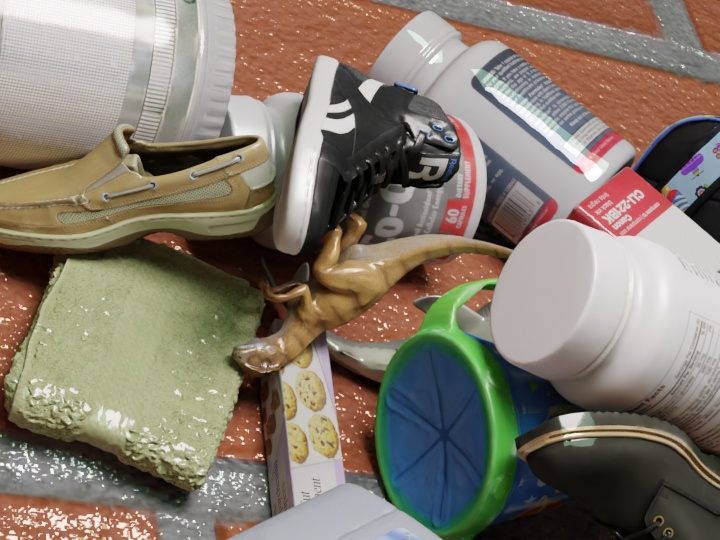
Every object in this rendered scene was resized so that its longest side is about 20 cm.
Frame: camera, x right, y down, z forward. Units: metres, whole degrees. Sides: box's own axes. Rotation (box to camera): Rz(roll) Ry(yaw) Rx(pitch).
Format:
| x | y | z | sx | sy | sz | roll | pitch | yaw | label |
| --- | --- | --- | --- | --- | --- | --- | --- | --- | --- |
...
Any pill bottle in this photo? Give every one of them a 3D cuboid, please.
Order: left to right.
| x | y | z | sx | sy | sz | roll | pitch | yaw | label |
| --- | --- | --- | --- | --- | --- | --- | --- | --- | --- |
| -0.020 | -0.067 | 1.351 | 0.200 | 0.114 | 0.114 | 5 | 46 | -28 | pill bottle |
| 0.104 | -0.109 | 1.469 | 0.200 | 0.120 | 0.120 | 40 | 40 | 10 | pill bottle |
| 0.186 | 0.045 | 1.178 | 0.200 | 0.113 | 0.113 | 23 | 38 | -31 | pill bottle |

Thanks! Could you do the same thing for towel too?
| x | y | z | sx | sy | sz | roll | pitch | yaw | label |
| --- | --- | --- | --- | --- | --- | --- | --- | --- | --- |
| -0.143 | 0.049 | 1.213 | 0.148 | 0.036 | 0.200 | 23 | 38 | -10 | towel |

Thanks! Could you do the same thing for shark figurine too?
| x | y | z | sx | sy | sz | roll | pitch | yaw | label |
| --- | --- | --- | --- | --- | --- | --- | --- | --- | --- |
| 0.037 | 0.047 | 1.320 | 0.214 | 0.128 | 0.090 | 0 | 14 | -2 | shark figurine |

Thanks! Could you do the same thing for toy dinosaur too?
| x | y | z | sx | sy | sz | roll | pitch | yaw | label |
| --- | --- | --- | --- | --- | --- | --- | --- | --- | --- |
| 0.000 | 0.000 | 1.235 | 0.200 | 0.060 | 0.106 | -30 | 82 | 0 | toy dinosaur |

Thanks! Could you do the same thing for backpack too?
| x | y | z | sx | sy | sz | roll | pitch | yaw | label |
| --- | --- | --- | --- | --- | --- | --- | --- | --- | --- |
| 0.282 | -0.027 | 1.434 | 0.135 | 0.200 | 0.183 | -22 | 62 | -44 | backpack |

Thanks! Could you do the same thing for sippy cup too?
| x | y | z | sx | sy | sz | roll | pitch | yaw | label |
| --- | --- | --- | --- | --- | --- | --- | --- | --- | --- |
| 0.099 | 0.105 | 1.229 | 0.130 | 0.178 | 0.140 | -1 | 30 | -33 | sippy cup |

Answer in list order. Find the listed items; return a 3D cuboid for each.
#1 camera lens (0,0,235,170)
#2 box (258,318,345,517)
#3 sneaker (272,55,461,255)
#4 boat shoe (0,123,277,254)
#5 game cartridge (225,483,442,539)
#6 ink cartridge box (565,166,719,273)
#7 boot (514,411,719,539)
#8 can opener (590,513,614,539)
| x | y | z | sx | sy | sz | roll | pitch | yaw | label |
| --- | --- | --- | --- | --- | --- | --- | --- | --- | --- |
| -0.204 | -0.146 | 1.278 | 0.200 | 0.160 | 0.160 | 7 | 45 | -26 | camera lens |
| -0.037 | 0.119 | 1.208 | 0.041 | 0.039 | 0.200 | 11 | 44 | -19 | box |
| 0.010 | -0.070 | 1.211 | 0.112 | 0.073 | 0.200 | 15 | 36 | -4 | sneaker |
| -0.155 | -0.062 | 1.221 | 0.200 | 0.076 | 0.072 | -6 | 37 | -2 | boat shoe |
| 0.016 | 0.204 | 1.066 | 0.133 | 0.042 | 0.200 | -25 | 51 | -36 | game cartridge |
| 0.217 | 0.048 | 1.359 | 0.200 | 0.144 | 0.084 | 41 | 42 | 12 | ink cartridge box |
| 0.182 | 0.173 | 1.141 | 0.200 | 0.077 | 0.138 | 20 | 54 | -33 | boot |
| 0.187 | 0.157 | 1.255 | 0.066 | 0.053 | 0.200 | 28 | 48 | -9 | can opener |
